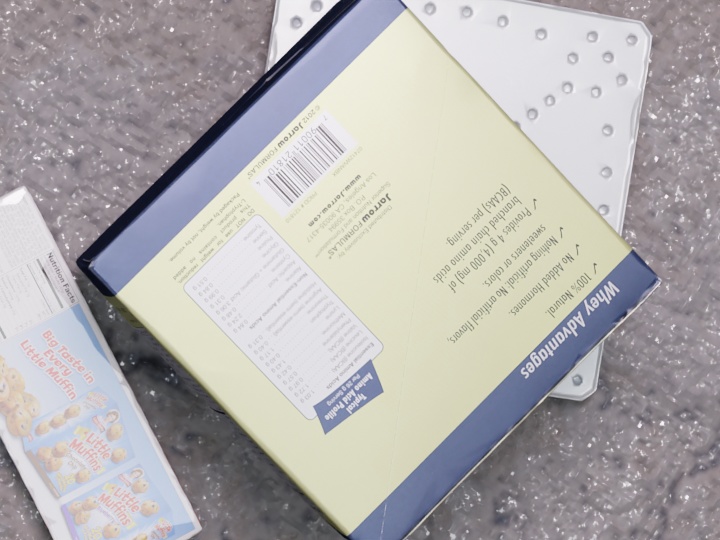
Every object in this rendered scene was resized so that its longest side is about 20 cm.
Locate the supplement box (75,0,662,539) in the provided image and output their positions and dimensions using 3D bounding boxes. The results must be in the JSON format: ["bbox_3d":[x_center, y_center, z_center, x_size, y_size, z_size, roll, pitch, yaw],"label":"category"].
[{"bbox_3d":[0.000,0.000,1.420,0.200,0.134,0.200,-44,97,-5],"label":"supplement box"}]

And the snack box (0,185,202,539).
[{"bbox_3d":[-0.157,0.061,1.480,0.072,0.024,0.201,-28,95,-8],"label":"snack box"}]

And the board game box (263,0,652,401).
[{"bbox_3d":[0.040,-0.046,1.506,0.199,0.026,0.201,9,91,-8],"label":"board game box"}]
